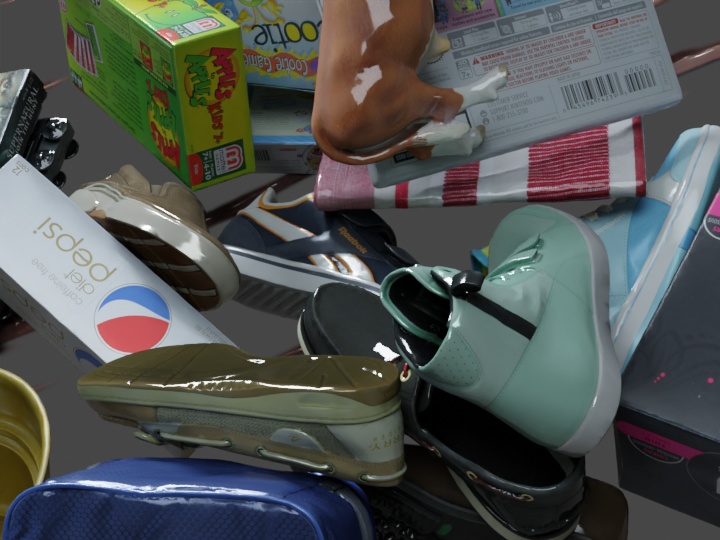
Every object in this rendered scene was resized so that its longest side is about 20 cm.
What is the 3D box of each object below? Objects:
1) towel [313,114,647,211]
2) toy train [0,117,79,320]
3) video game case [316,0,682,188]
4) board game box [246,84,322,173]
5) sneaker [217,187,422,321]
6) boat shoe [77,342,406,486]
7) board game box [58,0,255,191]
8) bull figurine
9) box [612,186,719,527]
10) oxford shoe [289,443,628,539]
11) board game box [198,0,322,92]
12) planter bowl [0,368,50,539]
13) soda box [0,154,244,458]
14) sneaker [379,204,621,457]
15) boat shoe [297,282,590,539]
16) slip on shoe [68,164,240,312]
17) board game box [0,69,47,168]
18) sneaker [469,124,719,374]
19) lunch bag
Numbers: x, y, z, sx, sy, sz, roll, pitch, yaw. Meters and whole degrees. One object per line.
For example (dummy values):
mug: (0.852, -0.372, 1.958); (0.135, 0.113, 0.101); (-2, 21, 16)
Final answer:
towel: (0.076, -0.087, 1.087); (0.199, 0.023, 0.144); (-2, 38, 9)
toy train: (-0.239, -0.022, 1.161); (0.046, 0.034, 0.200); (4, 56, 18)
video game case: (0.076, -0.162, 1.052); (0.200, 0.022, 0.182); (-16, 86, -11)
board game box: (0.024, -0.128, 1.186); (0.199, 0.034, 0.135); (2, 56, 12)
sneaker: (0.000, 0.000, 1.075); (0.200, 0.078, 0.080); (20, 67, 24)
boat shoe: (-0.068, 0.080, 0.951); (0.200, 0.063, 0.073); (0, 17, 26)
board game box: (-0.139, -0.141, 1.145); (0.048, 0.102, 0.200); (-20, 35, -23)
bull figurine: (0.024, -0.157, 0.996); (0.121, 0.065, 0.201); (6, 90, -12)
box: (0.237, 0.040, 0.987); (0.122, 0.106, 0.200); (20, 62, 22)
oxford shoe: (0.056, 0.123, 0.990); (0.200, 0.073, 0.085); (19, 56, 9)
board game box: (-0.022, -0.219, 1.168); (0.105, 0.103, 0.200); (8, 42, 19)
planter bowl: (-0.247, 0.156, 0.996); (0.200, 0.084, 0.201); (-16, 42, 15)
soda box: (-0.159, 0.023, 1.063); (0.200, 0.068, 0.064); (40, 69, 12)
sneaker: (0.068, 0.005, 0.925); (0.118, 0.074, 0.201); (27, 26, -18)
boat shoe: (0.045, 0.065, 0.952); (0.074, 0.063, 0.201); (-36, 61, -26)
slip on shoe: (-0.122, -0.027, 1.084); (0.061, 0.076, 0.200); (-42, 25, -18)
board game box: (-0.299, -0.045, 1.171); (0.135, 0.028, 0.200); (-5, 53, 26)
sneaker: (0.142, -0.022, 1.065); (0.130, 0.080, 0.200); (18, 60, 20)
lunch bag: (-0.079, 0.171, 0.928); (0.199, 0.132, 0.136); (4, 93, 11)
